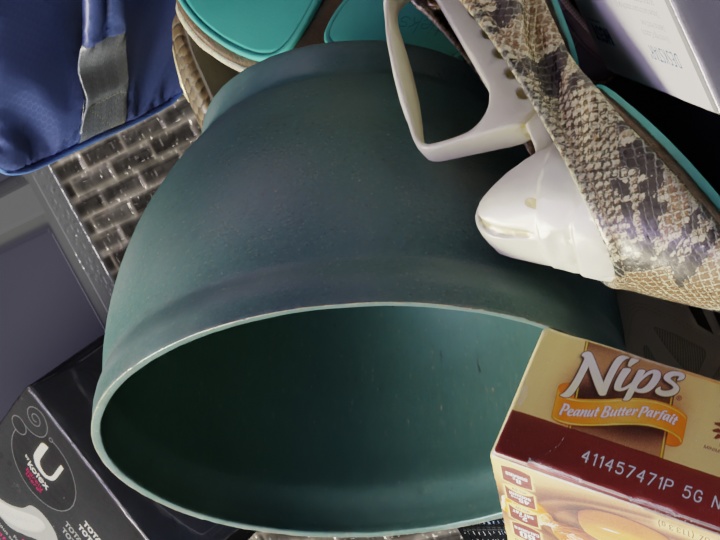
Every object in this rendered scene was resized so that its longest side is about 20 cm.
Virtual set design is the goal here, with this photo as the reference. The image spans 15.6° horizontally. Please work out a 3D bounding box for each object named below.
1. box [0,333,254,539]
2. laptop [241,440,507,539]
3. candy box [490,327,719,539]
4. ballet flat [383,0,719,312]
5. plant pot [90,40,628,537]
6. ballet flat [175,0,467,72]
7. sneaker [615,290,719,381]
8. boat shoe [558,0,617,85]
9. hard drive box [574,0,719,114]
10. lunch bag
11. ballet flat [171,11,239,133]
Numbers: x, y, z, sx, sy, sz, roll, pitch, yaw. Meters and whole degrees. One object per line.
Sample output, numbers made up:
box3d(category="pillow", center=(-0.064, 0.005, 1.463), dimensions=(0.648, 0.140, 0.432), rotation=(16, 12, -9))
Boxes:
box3d(category="box", center=(-0.130, 0.121, 1.362), dimensions=(0.122, 0.106, 0.200), rotation=(51, 144, 6))
box3d(category="laptop", center=(0.027, 0.137, 1.141), dimensions=(0.201, 0.103, 0.177), rotation=(59, 169, -1))
box3d(category="candy box", center=(0.115, 0.102, 0.938), dimensions=(0.115, 0.056, 0.200), rotation=(18, 156, 17))
box3d(category="ballet flat", center=(0.057, -0.050, 0.887), dimensions=(0.201, 0.075, 0.068), rotation=(59, 172, 28))
box3d(category="plant pot", center=(0.000, 0.000, 0.981), dimensions=(0.200, 0.199, 0.135), rotation=(130, 144, -54))
box3d(category="ballet flat", center=(-0.003, -0.092, 1.086), dimensions=(0.200, 0.068, 0.062), rotation=(24, 165, 45))
box3d(category="sneaker", center=(0.144, 0.068, 1.019), dimensions=(0.115, 0.075, 0.202), rotation=(13, 124, 47))
box3d(category="boat shoe", center=(0.057, -0.159, 0.966), dimensions=(0.073, 0.075, 0.201), rotation=(-11, 116, 41))
box3d(category="hard drive box", center=(0.088, -0.161, 0.846), dimensions=(0.201, 0.076, 0.156), rotation=(64, 177, -13))
box3d(category="lunch bag", center=(-0.148, -0.153, 1.150), dimensions=(0.132, 0.136, 0.201), rotation=(27, 134, 35))
box3d(category="ballet flat", center=(-0.033, -0.028, 1.168), dimensions=(0.046, 0.067, 0.201), rotation=(-22, 104, 39))
